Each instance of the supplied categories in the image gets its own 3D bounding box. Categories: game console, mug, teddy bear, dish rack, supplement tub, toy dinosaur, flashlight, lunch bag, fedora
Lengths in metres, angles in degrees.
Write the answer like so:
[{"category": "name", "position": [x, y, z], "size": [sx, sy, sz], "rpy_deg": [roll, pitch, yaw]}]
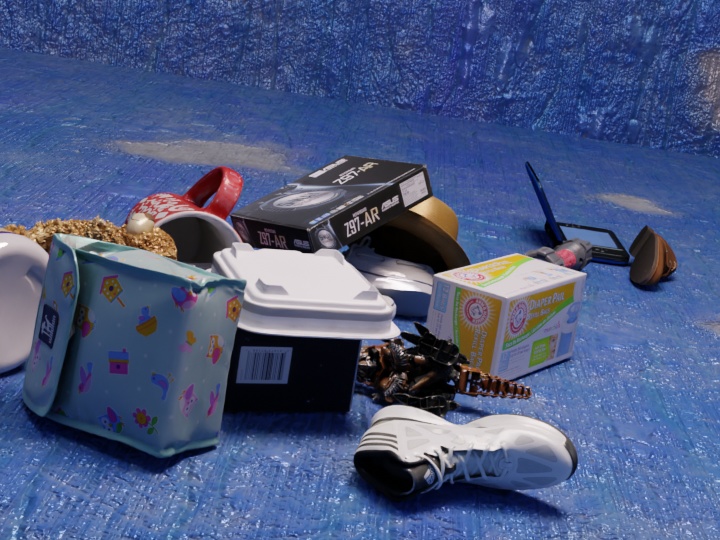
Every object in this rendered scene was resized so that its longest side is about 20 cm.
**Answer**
[{"category": "game console", "position": [0.354, -0.097, 2.395], "size": [0.170, 0.119, 0.200], "rpy_deg": [8, 15, -1]}, {"category": "mug", "position": [-0.207, -0.036, 1.782], "size": [0.177, 0.134, 0.200], "rpy_deg": [-33, 19, -8]}, {"category": "teddy bear", "position": [-0.299, -0.032, 1.581], "size": [0.200, 0.067, 0.145], "rpy_deg": [-3, -16, 5]}, {"category": "dish rack", "position": [-0.061, 0.015, 1.463], "size": [0.171, 0.044, 0.200], "rpy_deg": [3, 16, -19]}, {"category": "supplement tub", "position": [-0.420, 0.012, 1.477], "size": [0.200, 0.146, 0.145], "rpy_deg": [19, 18, 36]}, {"category": "toy dinosaur", "position": [0.074, 0.105, 1.529], "size": [0.200, 0.102, 0.136], "rpy_deg": [-12, -4, 6]}, {"category": "flashlight", "position": [0.292, -0.013, 2.136], "size": [0.068, 0.068, 0.200], "rpy_deg": [14, 16, 25]}, {"category": "lunch bag", "position": [-0.223, 0.064, 1.339], "size": [0.200, 0.171, 0.122], "rpy_deg": [15, 8, 25]}, {"category": "fedora", "position": [0.072, -0.046, 1.908], "size": [0.200, 0.082, 0.201], "rpy_deg": [22, -27, 12]}]

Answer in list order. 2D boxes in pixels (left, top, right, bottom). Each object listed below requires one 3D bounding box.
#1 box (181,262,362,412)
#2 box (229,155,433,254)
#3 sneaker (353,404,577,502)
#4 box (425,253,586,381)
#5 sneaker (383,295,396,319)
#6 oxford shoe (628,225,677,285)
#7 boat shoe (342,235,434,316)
[{"category": "box", "position": [-0.124, 0.067, 1.515], "size": [0.200, 0.104, 0.182], "rpy_deg": [3, 17, -23]}, {"category": "box", "position": [-0.035, -0.080, 1.794], "size": [0.200, 0.044, 0.160], "rpy_deg": [-30, 26, -33]}, {"category": "sneaker", "position": [0.089, 0.181, 1.306], "size": [0.200, 0.076, 0.115], "rpy_deg": [5, 21, 18]}, {"category": "box", "position": [0.171, 0.055, 1.720], "size": [0.101, 0.113, 0.200], "rpy_deg": [18, 18, 32]}, {"category": "sneaker", "position": [-0.046, 0.029, 1.771], "size": [0.200, 0.071, 0.073], "rpy_deg": [2, 16, -24]}, {"category": "oxford shoe", "position": [0.462, -0.015, 2.258], "size": [0.071, 0.071, 0.200], "rpy_deg": [34, 21, 0]}, {"category": "boat shoe", "position": [0.002, -0.003, 1.853], "size": [0.202, 0.075, 0.086], "rpy_deg": [8, 49, -8]}]
